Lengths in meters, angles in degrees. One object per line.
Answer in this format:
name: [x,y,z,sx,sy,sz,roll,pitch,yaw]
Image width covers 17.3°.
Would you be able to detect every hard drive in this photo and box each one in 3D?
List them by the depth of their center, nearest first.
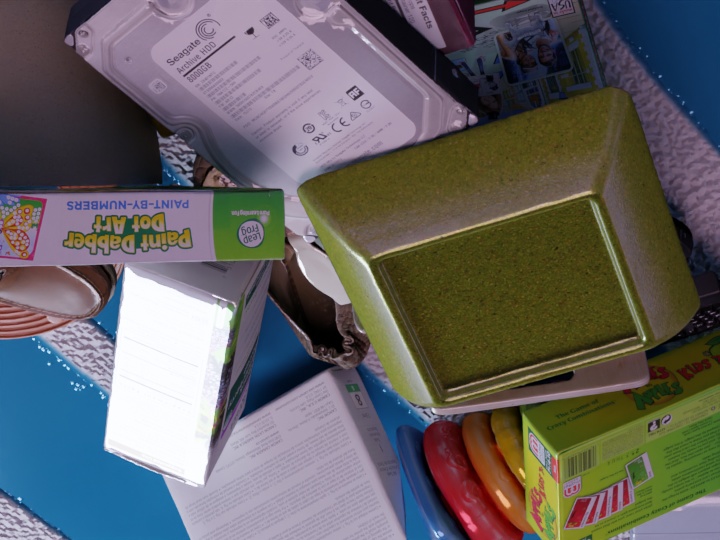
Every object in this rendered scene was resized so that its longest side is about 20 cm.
hard drive: [-0.048,-0.115,1.329,0.139,0.038,0.200,-34,120,27]

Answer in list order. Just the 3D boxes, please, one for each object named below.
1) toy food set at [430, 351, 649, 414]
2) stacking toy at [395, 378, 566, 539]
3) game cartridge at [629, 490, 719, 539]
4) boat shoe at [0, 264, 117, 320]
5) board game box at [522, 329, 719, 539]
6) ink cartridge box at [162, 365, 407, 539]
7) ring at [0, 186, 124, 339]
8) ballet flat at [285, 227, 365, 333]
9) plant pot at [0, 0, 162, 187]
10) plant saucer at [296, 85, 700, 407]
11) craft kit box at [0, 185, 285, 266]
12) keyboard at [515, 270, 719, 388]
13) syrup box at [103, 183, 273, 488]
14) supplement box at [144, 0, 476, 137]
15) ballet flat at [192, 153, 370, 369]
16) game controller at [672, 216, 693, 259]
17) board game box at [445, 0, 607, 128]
toy food set: [0.100,0.001,1.450,0.143,0.061,0.201,-9,127,2]
stacking toy: [0.132,0.119,1.630,0.200,0.110,0.116,-33,137,14]
game cartridge: [0.264,0.222,1.743,0.133,0.041,0.201,-4,130,2]
boat shoe: [-0.254,-0.007,1.531,0.199,0.068,0.072,23,126,-17]
board game box: [0.206,0.108,1.582,0.199,0.048,0.102,-21,133,-18]
ink cartridge box: [-0.033,0.190,1.644,0.161,0.050,0.201,-31,79,25]
ring: [-0.253,-0.027,1.571,0.199,0.019,0.201,2,131,2]
ballet flat: [0.000,0.000,1.519,0.068,0.068,0.200,-21,142,31]
plant pot: [-0.217,-0.117,1.404,0.199,0.200,0.135,0,92,3]
plant saucer: [0.088,0.003,1.385,0.199,0.048,0.200,-17,135,10]
craft kit box: [-0.171,-0.027,1.341,0.197,0.200,0.049,-5,94,-26]
keyboard: [0.156,0.053,1.570,0.199,0.040,0.104,-20,151,25]
syrup box: [-0.113,0.046,1.556,0.081,0.079,0.200,20,139,8]
supplement box: [-0.039,-0.166,1.381,0.199,0.111,0.086,-16,128,15]
ballet flat: [-0.049,-0.005,1.559,0.067,0.046,0.200,-19,127,17]
game controller: [0.115,-0.030,1.516,0.199,0.042,0.104,23,151,-28]
board game box: [0.052,-0.111,1.477,0.199,0.029,0.135,-12,128,13]
